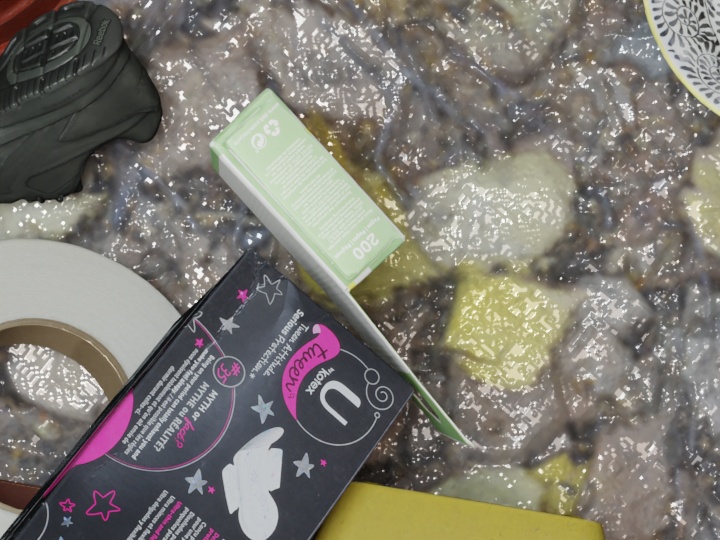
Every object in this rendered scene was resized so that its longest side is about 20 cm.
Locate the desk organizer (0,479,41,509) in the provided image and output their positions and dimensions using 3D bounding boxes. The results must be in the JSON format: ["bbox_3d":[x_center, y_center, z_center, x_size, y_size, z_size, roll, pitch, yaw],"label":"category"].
[{"bbox_3d":[-0.236,0.156,1.143,0.199,0.077,0.072,12,125,-16],"label":"desk organizer"}]

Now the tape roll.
[{"bbox_3d":[-0.173,0.082,1.118,0.201,0.037,0.204,7,68,-18],"label":"tape roll"}]

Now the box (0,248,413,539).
[{"bbox_3d":[-0.087,0.113,1.044,0.115,0.132,0.200,41,61,-5],"label":"box"}]

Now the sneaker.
[{"bbox_3d":[-0.197,-0.065,1.139,0.199,0.076,0.091,-21,136,18],"label":"sneaker"}]

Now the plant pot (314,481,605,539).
[{"bbox_3d":[0.041,0.210,1.100,0.198,0.200,0.178,10,80,-1],"label":"plant pot"}]

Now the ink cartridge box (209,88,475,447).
[{"bbox_3d":[0.000,0.000,1.108,0.048,0.146,0.200,-43,92,-4],"label":"ink cartridge box"}]

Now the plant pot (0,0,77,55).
[{"bbox_3d":[-0.233,-0.208,1.075,0.199,0.195,0.203,0,92,-1],"label":"plant pot"}]

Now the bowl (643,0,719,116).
[{"bbox_3d":[0.255,-0.158,1.120,0.199,0.094,0.202,-3,82,22],"label":"bowl"}]
